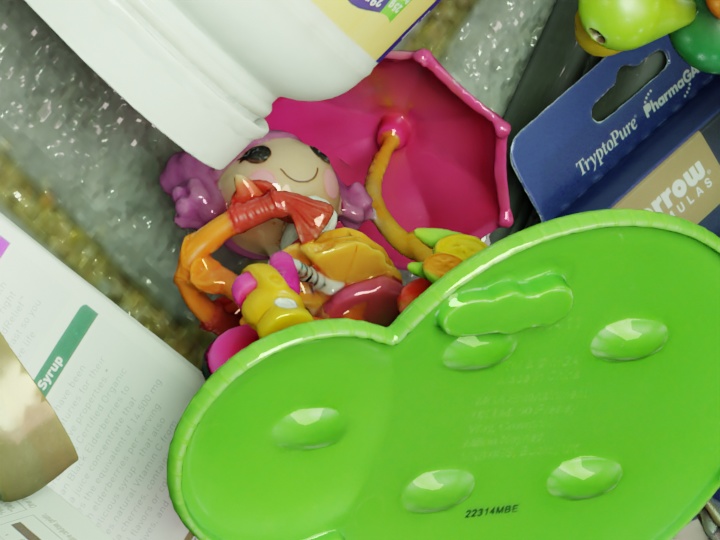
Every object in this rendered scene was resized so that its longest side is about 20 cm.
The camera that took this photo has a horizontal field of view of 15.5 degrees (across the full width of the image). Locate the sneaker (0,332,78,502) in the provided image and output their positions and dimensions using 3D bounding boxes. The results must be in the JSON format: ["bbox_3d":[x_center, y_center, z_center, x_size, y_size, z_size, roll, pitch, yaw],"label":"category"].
[{"bbox_3d":[-0.168,0.005,0.726,0.090,0.200,0.067,-37,157,-13],"label":"sneaker"}]

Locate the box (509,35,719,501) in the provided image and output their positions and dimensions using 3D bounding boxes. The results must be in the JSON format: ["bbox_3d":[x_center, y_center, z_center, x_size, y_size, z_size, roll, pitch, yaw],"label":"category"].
[{"bbox_3d":[0.143,0.003,0.967,0.121,0.032,0.200,-41,112,-23],"label":"box"}]

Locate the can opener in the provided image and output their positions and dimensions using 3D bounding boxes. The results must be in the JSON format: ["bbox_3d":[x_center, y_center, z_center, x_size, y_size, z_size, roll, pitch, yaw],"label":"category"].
[{"bbox_3d":[0.063,-0.007,0.980,0.201,0.053,0.067,-65,160,-8],"label":"can opener"}]

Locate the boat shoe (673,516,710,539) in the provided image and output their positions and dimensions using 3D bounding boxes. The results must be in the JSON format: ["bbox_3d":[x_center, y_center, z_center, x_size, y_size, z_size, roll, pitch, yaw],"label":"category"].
[{"bbox_3d":[0.120,0.057,1.023,0.199,0.075,0.093,-18,97,-36],"label":"boat shoe"}]

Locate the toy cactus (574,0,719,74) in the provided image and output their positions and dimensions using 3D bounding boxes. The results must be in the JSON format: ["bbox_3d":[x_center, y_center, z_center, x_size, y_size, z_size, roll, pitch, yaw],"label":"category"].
[{"bbox_3d":[0.136,-0.103,0.856,0.200,0.102,0.166,-47,131,-40],"label":"toy cactus"}]

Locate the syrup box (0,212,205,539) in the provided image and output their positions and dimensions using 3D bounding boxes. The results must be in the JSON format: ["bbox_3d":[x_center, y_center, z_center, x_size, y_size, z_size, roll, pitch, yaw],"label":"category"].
[{"bbox_3d":[-0.091,0.057,0.845,0.200,0.079,0.082,42,73,-35],"label":"syrup box"}]

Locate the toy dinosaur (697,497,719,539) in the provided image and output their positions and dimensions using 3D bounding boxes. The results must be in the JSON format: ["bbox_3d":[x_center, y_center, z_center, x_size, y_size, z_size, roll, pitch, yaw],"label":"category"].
[{"bbox_3d":[0.115,0.043,0.913,0.181,0.201,0.105,-17,155,-16],"label":"toy dinosaur"}]

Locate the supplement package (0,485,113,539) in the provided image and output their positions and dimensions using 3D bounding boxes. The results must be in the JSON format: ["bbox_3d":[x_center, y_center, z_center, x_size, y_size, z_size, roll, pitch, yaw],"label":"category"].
[{"bbox_3d":[-0.113,0.168,0.715,0.111,0.156,0.201,-16,113,-27],"label":"supplement package"}]

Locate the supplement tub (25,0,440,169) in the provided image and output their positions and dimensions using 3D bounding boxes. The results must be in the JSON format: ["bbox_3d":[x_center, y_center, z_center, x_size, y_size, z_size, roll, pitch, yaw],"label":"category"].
[{"bbox_3d":[-0.015,-0.143,0.793,0.200,0.145,0.145,-45,126,5],"label":"supplement tub"}]

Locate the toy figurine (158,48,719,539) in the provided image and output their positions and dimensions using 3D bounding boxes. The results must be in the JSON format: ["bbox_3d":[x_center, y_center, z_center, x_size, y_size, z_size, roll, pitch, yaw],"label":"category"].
[{"bbox_3d":[0.000,0.000,0.844,0.199,0.184,0.151,-4,125,-27],"label":"toy figurine"}]
